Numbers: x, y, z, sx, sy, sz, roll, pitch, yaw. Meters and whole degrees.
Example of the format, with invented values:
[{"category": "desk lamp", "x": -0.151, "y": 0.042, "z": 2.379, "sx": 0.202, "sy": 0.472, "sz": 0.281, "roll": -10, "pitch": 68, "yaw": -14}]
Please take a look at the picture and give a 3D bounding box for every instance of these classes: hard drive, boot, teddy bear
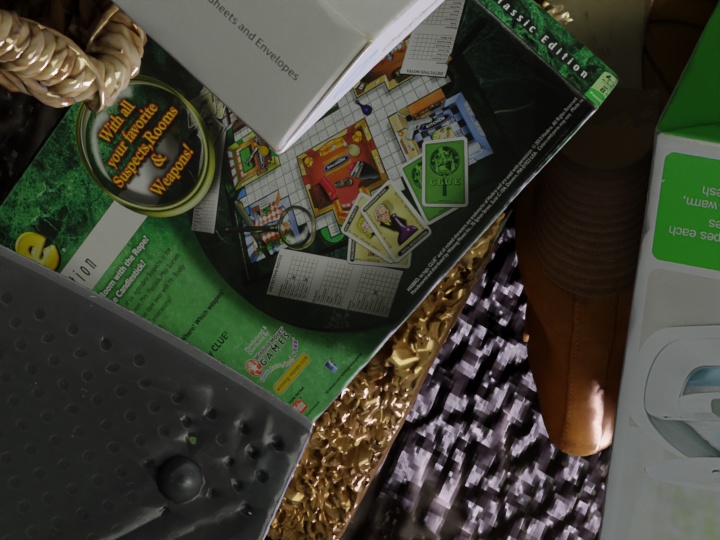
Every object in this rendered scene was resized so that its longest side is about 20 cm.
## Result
[{"category": "hard drive", "x": -0.127, "y": 0.054, "z": 0.729, "sx": 0.199, "sy": 0.042, "sz": 0.136, "roll": 24, "pitch": 79, "yaw": -2}, {"category": "boot", "x": 0.082, "y": -0.052, "z": 0.951, "sx": 0.144, "sy": 0.070, "sz": 0.202, "roll": 91, "pitch": 9, "yaw": -50}, {"category": "teddy bear", "x": 0.000, "y": 0.000, "z": 0.841, "sx": 0.145, "sy": 0.067, "sz": 0.200, "roll": -58, "pitch": 176, "yaw": -28}]

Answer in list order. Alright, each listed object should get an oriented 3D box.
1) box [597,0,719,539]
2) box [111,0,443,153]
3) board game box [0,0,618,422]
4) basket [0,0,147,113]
[{"category": "box", "x": 0.139, "y": 0.017, "z": 0.861, "sx": 0.200, "sy": 0.096, "sz": 0.178, "roll": -56, "pitch": 154, "yaw": -63}, {"category": "box", "x": -0.050, "y": -0.133, "z": 0.631, "sx": 0.200, "sy": 0.041, "sz": 0.156, "roll": 44, "pitch": 36, "yaw": 0}, {"category": "board game box", "x": -0.030, "y": -0.017, "z": 0.734, "sx": 0.105, "sy": 0.200, "sz": 0.023, "roll": 40, "pitch": 38, "yaw": -2}, {"category": "basket", "x": -0.132, "y": -0.145, "z": 0.672, "sx": 0.200, "sy": 0.149, "sz": 0.143, "roll": 32, "pitch": 80, "yaw": -42}]
